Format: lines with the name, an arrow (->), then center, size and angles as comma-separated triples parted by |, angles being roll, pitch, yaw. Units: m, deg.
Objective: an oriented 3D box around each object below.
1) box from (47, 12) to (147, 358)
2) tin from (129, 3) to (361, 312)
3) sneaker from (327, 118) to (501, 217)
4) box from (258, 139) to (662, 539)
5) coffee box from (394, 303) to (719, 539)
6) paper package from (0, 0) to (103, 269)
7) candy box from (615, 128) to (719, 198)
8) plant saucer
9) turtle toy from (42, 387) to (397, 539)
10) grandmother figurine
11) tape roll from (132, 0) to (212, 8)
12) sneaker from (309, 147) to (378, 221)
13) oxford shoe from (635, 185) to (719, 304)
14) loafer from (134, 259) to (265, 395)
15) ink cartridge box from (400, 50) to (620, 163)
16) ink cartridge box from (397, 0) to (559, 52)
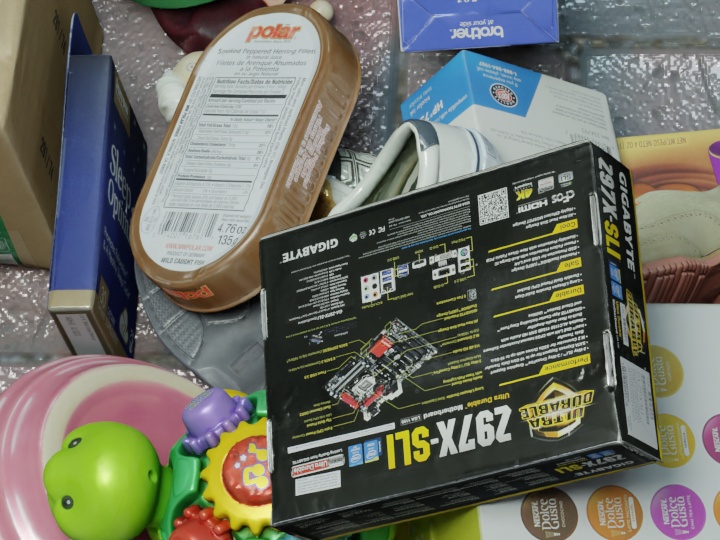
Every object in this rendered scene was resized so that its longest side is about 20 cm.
box -> -0.158, -0.045, 1.577 | 0.032, 0.121, 0.201 | -2, 66, 6
tin -> -0.069, -0.071, 1.551 | 0.112, 0.042, 0.200 | 6, 65, 34
sneaker -> 0.000, 0.000, 1.459 | 0.073, 0.071, 0.200 | 39, 104, 49
box -> 0.045, 0.038, 1.294 | 0.200, 0.049, 0.160 | -17, 66, 27
coffee box -> 0.127, 0.148, 1.397 | 0.197, 0.200, 0.200 | 1, 64, -14
paper package -> -0.233, -0.119, 1.574 | 0.103, 0.200, 0.191 | 3, 66, 6
candy box -> 0.244, -0.026, 1.566 | 0.199, 0.056, 0.117 | -5, 67, 5
plant saucer -> -0.124, 0.130, 1.477 | 0.200, 0.051, 0.201 | 20, 47, -24
turtle toy -> -0.069, 0.121, 1.390 | 0.199, 0.101, 0.146 | 0, 66, 10
grandmother figurine -> -0.081, -0.173, 1.662 | 0.121, 0.061, 0.200 | 11, 65, 20
tape roll -> -0.097, -0.262, 1.661 | 0.200, 0.048, 0.201 | -18, 50, 23
sneaker -> 0.011, -0.041, 1.598 | 0.200, 0.076, 0.088 | 28, 50, 18
oxford shoe -> 0.163, -0.003, 1.465 | 0.200, 0.071, 0.074 | -13, 50, -45
loafer -> -0.071, 0.053, 1.562 | 0.072, 0.063, 0.200 | -34, 59, -11
ink cartridge box -> 0.099, -0.018, 1.505 | 0.116, 0.067, 0.200 | 14, 54, -34
ink cartridge box -> 0.073, -0.183, 1.589 | 0.094, 0.200, 0.044 | -3, 111, 5
